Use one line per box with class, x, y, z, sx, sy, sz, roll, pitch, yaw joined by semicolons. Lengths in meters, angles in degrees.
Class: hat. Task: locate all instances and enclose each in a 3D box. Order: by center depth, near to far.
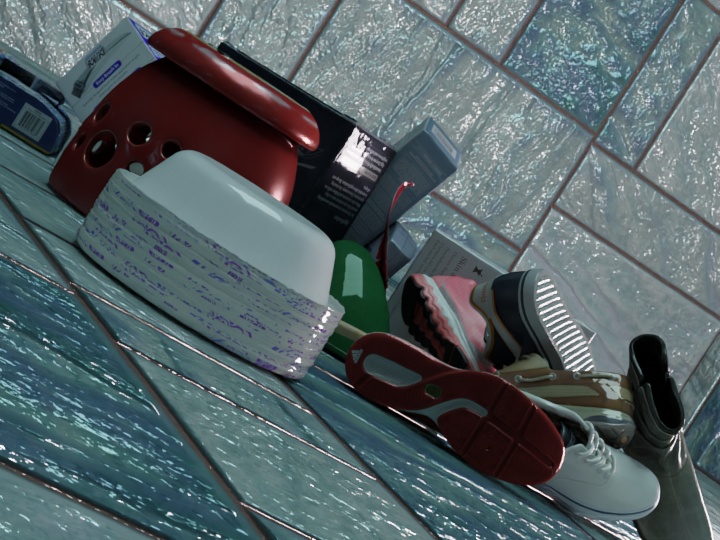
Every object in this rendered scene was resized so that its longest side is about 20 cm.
hat;0.005;-0.013;1.651;0.166;0.176;0.200;30;3;-39

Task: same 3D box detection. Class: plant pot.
plant pot;-0.145;-0.100;1.506;0.200;0.183;0.200;34;4;-3

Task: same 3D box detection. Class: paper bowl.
paper bowl;-0.100;-0.013;1.254;0.201;0.104;0.201;34;3;-2

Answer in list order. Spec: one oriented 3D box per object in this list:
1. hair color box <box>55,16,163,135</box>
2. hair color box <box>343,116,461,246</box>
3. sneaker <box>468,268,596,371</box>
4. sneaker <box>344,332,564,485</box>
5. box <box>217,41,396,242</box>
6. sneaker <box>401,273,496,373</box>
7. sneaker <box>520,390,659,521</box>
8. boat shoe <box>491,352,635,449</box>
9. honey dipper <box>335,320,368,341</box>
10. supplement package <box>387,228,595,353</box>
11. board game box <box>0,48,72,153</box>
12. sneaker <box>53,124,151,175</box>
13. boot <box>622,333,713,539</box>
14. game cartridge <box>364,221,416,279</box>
hair color box;-0.221;-0.154;1.771;0.200;0.109;0.065;55;13;25
hair color box;0.016;-0.080;1.886;0.061;0.200;0.099;50;14;-7
sneaker;0.168;0.074;1.638;0.079;0.078;0.200;-5;-47;28
sneaker;0.083;0.109;1.449;0.200;0.078;0.116;34;4;1
box;-0.105;-0.105;1.820;0.197;0.200;0.117;34;4;27
sneaker;0.114;0.075;1.683;0.087;0.074;0.200;-9;51;-23
sneaker;0.188;0.165;1.501;0.200;0.073;0.071;23;-33;-17
boat shoe;0.157;0.117;1.578;0.200;0.072;0.076;8;-26;9
honey dipper;-0.004;0.057;1.536;0.200;0.038;0.038;26;0;17
supplement package;0.125;0.070;1.831;0.200;0.152;0.151;33;3;1
board game box;-0.391;-0.203;1.804;0.200;0.062;0.200;32;3;-8
sneaker;-0.191;-0.080;1.643;0.200;0.085;0.073;33;1;-13
boot;0.278;0.169;1.573;0.131;0.068;0.200;84;-8;-62
game cartridge;0.000;0.000;1.860;0.042;0.133;0.200;54;1;-7
